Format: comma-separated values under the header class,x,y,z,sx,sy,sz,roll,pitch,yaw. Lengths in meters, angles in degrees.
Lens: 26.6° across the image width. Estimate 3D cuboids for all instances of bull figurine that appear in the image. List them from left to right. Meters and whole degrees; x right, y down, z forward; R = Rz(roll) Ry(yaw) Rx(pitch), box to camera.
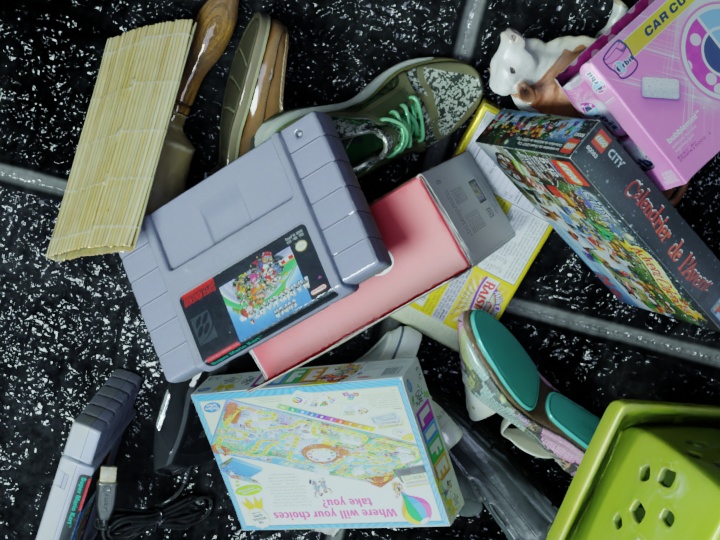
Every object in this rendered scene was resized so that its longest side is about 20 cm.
class,x,y,z,sx,sy,sz,roll,pitch,yaw
bull figurine,0.194,-0.135,1.193,0.121,0.065,0.200,-44,105,8

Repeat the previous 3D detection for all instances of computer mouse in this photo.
class,x,y,z,sx,sy,sz,roll,pitch,yaw
computer mouse,-0.170,0.141,1.301,0.046,0.140,0.201,34,118,34

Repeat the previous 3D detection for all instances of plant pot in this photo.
class,x,y,z,sx,sy,sz,roll,pitch,yaw
plant pot,0.273,0.216,1.226,0.199,0.181,0.200,6,115,-35

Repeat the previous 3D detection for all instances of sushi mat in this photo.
class,x,y,z,sx,sy,sz,roll,pitch,yaw
sushi mat,-0.186,-0.103,1.187,0.095,0.201,0.012,-5,154,38

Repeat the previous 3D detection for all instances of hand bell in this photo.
class,x,y,z,sx,sy,sz,roll,pitch,yaw
hand bell,-0.144,-0.139,1.226,0.104,0.104,0.201,25,98,-4

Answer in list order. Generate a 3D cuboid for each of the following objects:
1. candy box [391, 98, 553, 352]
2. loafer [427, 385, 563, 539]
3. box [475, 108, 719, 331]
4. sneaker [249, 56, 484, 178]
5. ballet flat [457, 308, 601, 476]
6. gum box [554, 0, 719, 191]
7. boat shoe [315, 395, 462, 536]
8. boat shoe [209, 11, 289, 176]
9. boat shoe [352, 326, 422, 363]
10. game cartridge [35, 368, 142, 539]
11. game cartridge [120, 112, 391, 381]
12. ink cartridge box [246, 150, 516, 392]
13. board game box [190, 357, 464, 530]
class,x,y,z,sx,sy,sz,roll,pitch,yaw
candy box,0.098,-0.032,1.261,0.102,0.026,0.201,27,109,-7
loafer,0.106,0.182,1.310,0.070,0.068,0.201,-42,103,9
box,0.192,-0.040,1.168,0.200,0.136,0.038,45,80,-25
sneaker,0.018,-0.105,1.189,0.199,0.089,0.077,-25,116,-15
ballet flat,0.136,0.114,1.280,0.200,0.069,0.071,40,129,-20
gum box,0.248,-0.157,1.129,0.200,0.066,0.114,-42,97,-17
boat shoe,0.021,0.179,1.284,0.069,0.071,0.200,39,136,4
boat shoe,-0.079,-0.107,1.235,0.068,0.072,0.201,9,110,-14
boat shoe,-0.024,0.119,1.298,0.065,0.074,0.200,33,108,-9
game cartridge,-0.243,0.197,1.315,0.038,0.130,0.201,20,110,-2
game cartridge,-0.084,-0.013,1.125,0.200,0.038,0.130,-30,70,23
ink cartridge box,0.000,0.000,1.181,0.200,0.176,0.084,-30,90,22
board game box,-0.028,0.144,1.229,0.199,0.034,0.135,-6,112,30
